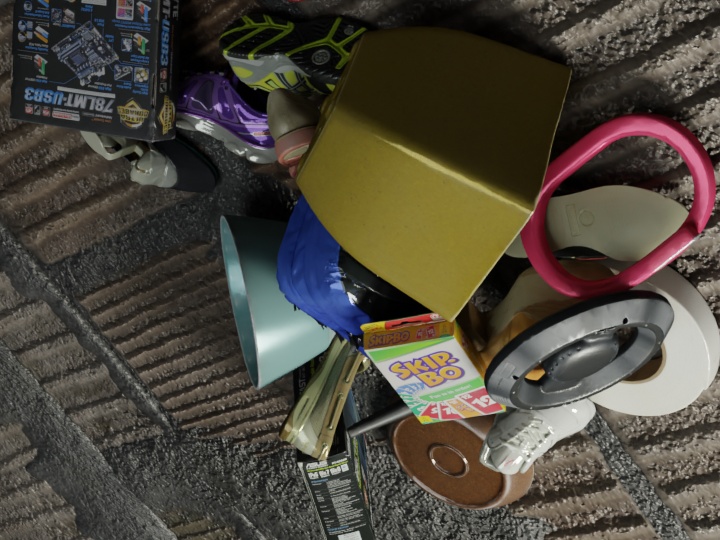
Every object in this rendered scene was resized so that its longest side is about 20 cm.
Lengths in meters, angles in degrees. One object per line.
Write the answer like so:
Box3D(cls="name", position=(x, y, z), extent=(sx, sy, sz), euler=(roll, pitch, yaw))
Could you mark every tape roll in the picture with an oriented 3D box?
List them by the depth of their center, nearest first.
Box3D(cls="tape roll", position=(0.274, 0.066, 1.652), extent=(0.202, 0.037, 0.204), euler=(21, 136, 21))

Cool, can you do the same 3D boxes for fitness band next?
Box3D(cls="fitness band", position=(0.242, -0.060, 1.503), extent=(0.200, 0.037, 0.144), euler=(-39, 80, 28))

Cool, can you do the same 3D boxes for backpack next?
Box3D(cls="backpack", position=(0.000, 0.000, 1.645), extent=(0.167, 0.164, 0.200), euler=(-4, 152, 38))

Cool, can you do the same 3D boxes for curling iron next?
Box3D(cls="curling iron", position=(0.075, 0.141, 1.790), extent=(0.199, 0.050, 0.026), euler=(-23, 79, 7))

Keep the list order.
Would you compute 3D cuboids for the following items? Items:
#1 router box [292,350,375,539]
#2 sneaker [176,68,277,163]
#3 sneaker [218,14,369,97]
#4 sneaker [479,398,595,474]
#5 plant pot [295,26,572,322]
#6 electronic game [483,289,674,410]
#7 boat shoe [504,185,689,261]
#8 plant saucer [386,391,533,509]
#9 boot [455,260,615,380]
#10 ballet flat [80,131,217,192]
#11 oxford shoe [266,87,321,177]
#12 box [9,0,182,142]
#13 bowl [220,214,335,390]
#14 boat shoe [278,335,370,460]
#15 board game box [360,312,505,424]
Box3D(cls="router box", position=(-0.033, 0.209, 1.891), extent=(0.062, 0.201, 0.151), euler=(-14, 126, 5))
Box3D(cls="sneaker", position=(-0.157, -0.193, 1.719), extent=(0.199, 0.081, 0.084), euler=(25, 118, 10))
Box3D(cls="sneaker", position=(-0.048, -0.211, 1.619), extent=(0.199, 0.076, 0.077), euler=(17, 152, 31))
Box3D(cls="sneaker", position=(0.190, 0.180, 1.745), extent=(0.078, 0.100, 0.200), euler=(37, 154, 0))
Box3D(cls="plant pot", position=(0.055, -0.111, 1.492), extent=(0.199, 0.196, 0.195), euler=(24, 140, -7))
Box3D(cls="electronic game", position=(0.214, 0.079, 1.555), extent=(0.042, 0.199, 0.200), euler=(67, 148, 27))
Box3D(cls="boat shoe", position=(0.233, -0.047, 1.562), extent=(0.200, 0.063, 0.074), euler=(-3, 97, 29))
Box3D(cls="plant saucer", position=(0.112, 0.221, 1.918), extent=(0.199, 0.035, 0.201), euler=(20, 137, 20))
Box3D(cls="boot", position=(0.192, 0.062, 1.629), extent=(0.200, 0.071, 0.144), euler=(-16, 144, 26))
Box3D(cls="ballet flat", position=(-0.260, -0.140, 1.831), extent=(0.199, 0.073, 0.073), euler=(37, 140, 1))
Box3D(cls="oxford shoe", position=(-0.054, -0.144, 1.633), extent=(0.200, 0.070, 0.074), euler=(51, -162, -83))
Box3D(cls="box", position=(-0.284, -0.249, 1.697), extent=(0.199, 0.050, 0.200), euler=(10, 105, 28))
Box3D(cls="bowl", position=(-0.088, 0.026, 1.789), extent=(0.104, 0.202, 0.202), euler=(-11, 133, -9))
Box3D(cls="boat shoe", position=(-0.019, 0.120, 1.796), extent=(0.063, 0.201, 0.073), euler=(32, 151, 0))
Box3D(cls="board game box", position=(0.075, 0.100, 1.615), extent=(0.095, 0.030, 0.200), euler=(-10, 145, 18))
